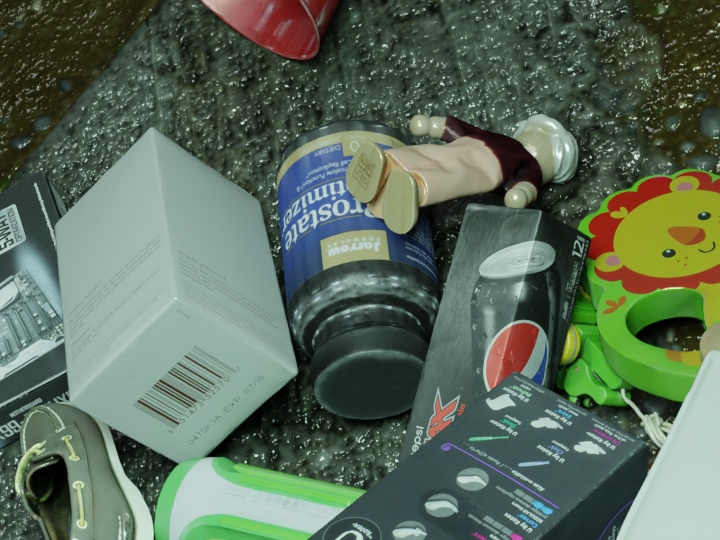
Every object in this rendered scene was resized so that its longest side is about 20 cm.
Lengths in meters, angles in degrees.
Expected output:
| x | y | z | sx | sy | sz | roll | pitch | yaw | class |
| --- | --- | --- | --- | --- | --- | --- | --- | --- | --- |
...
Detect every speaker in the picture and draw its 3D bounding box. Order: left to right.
| x | y | z | sx | sy | sz | roll | pitch | yaw | class |
| --- | --- | --- | --- | --- | --- | --- | --- | --- | --- |
| -0.035 | 0.179 | 1.257 | 0.198 | 0.089 | 0.089 | 9 | 60 | 26 | speaker |

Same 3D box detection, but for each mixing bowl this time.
| x | y | z | sx | sy | sz | roll | pitch | yaw | class |
| --- | --- | --- | --- | --- | --- | --- | --- | --- | --- |
| -0.079 | -0.278 | 1.517 | 0.199 | 0.201 | 0.109 | 30 | 72 | 34 | mixing bowl |

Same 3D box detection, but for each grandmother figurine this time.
| x | y | z | sx | sy | sz | roll | pitch | yaw | class |
| --- | --- | --- | --- | --- | --- | --- | --- | --- | --- |
| 0.081 | -0.075 | 1.347 | 0.199 | 0.061 | 0.121 | -11 | 51 | -42 | grandmother figurine |

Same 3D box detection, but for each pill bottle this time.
| x | y | z | sx | sy | sz | roll | pitch | yaw | class |
| --- | --- | --- | --- | --- | --- | --- | --- | --- | --- |
| 0.000 | 0.000 | 1.352 | 0.111 | 0.112 | 0.201 | -15 | 52 | 10 | pill bottle |

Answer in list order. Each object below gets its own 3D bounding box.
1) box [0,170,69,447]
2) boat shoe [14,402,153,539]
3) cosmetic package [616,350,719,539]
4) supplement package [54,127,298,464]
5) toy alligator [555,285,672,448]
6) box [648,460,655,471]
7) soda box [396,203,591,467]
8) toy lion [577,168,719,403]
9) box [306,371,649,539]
| x | y | z | sx | sy | sz | roll | pitch | yaw | class |
| --- | --- | --- | --- | --- | --- | --- | --- | --- | --- |
| -0.283 | 0.037 | 1.473 | 0.157 | 0.050 | 0.201 | -27 | 52 | 2 | box |
| -0.207 | 0.149 | 1.329 | 0.202 | 0.060 | 0.073 | 45 | 118 | 53 | boat shoe |
| 0.250 | 0.183 | 1.054 | 0.199 | 0.166 | 0.165 | 20 | 53 | 17 | cosmetic package |
| -0.135 | 0.018 | 1.344 | 0.117 | 0.117 | 0.201 | -42 | 35 | 22 | supplement package |
| 0.151 | 0.065 | 1.290 | 0.054 | 0.059 | 0.201 | -58 | 45 | 30 | toy alligator |
| 0.171 | 0.228 | 1.173 | 0.136 | 0.039 | 0.201 | -24 | 52 | 4 | box |
| 0.088 | 0.061 | 1.254 | 0.070 | 0.063 | 0.202 | 8 | 79 | 43 | soda box |
| 0.225 | 0.006 | 1.276 | 0.191 | 0.069 | 0.200 | 15 | 47 | 34 | toy lion |
| 0.069 | 0.173 | 1.111 | 0.106 | 0.123 | 0.200 | 27 | 47 | 34 | box |
